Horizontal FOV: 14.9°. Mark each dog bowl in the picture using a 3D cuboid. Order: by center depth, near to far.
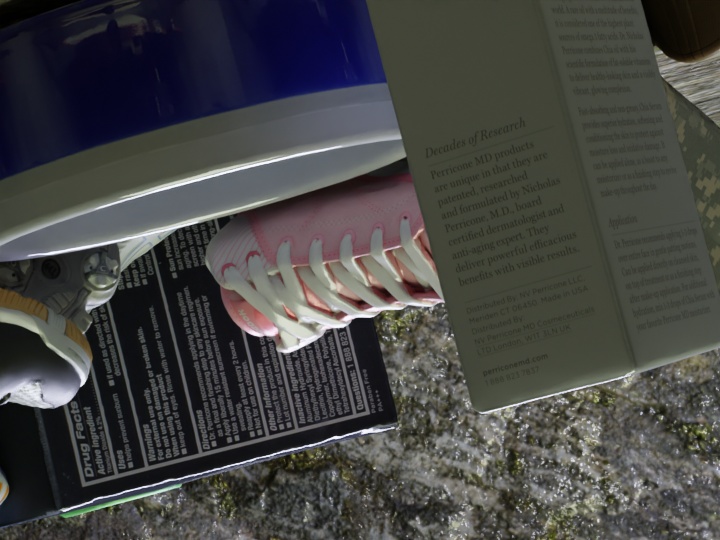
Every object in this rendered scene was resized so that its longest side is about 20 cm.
[{"bbox_3d":[-0.075,-0.067,1.150,0.199,0.079,0.200,-15,177,-1],"label":"dog bowl"}]

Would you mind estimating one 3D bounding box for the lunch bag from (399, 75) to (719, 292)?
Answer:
[{"bbox_3d":[0.079,-0.059,1.364,0.199,0.118,0.164,20,172,42],"label":"lunch bag"}]

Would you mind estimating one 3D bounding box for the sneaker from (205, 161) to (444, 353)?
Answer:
[{"bbox_3d":[0.000,0.000,1.254,0.105,0.075,0.200,-45,-149,-17],"label":"sneaker"}]

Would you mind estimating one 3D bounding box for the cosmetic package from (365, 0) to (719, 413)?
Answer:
[{"bbox_3d":[0.067,-0.056,1.031,0.071,0.201,0.101,-16,176,28],"label":"cosmetic package"}]

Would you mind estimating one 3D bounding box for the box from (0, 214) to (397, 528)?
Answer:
[{"bbox_3d":[-0.113,0.012,1.424,0.197,0.201,0.123,-12,176,-30],"label":"box"}]

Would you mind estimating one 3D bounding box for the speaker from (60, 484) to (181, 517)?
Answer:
[{"bbox_3d":[-0.161,0.035,1.569,0.088,0.201,0.088,-15,177,-1],"label":"speaker"}]

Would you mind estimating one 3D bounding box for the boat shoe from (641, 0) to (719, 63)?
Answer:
[{"bbox_3d":[0.158,-0.137,1.285,0.065,0.073,0.200,-20,-176,-13],"label":"boat shoe"}]

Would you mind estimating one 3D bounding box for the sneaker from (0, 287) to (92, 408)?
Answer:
[{"bbox_3d":[-0.196,0.043,1.145,0.075,0.088,0.199,-6,163,40],"label":"sneaker"}]

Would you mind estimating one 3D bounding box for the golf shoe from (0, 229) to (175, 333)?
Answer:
[{"bbox_3d":[-0.124,-0.032,1.305,0.200,0.078,0.097,-42,-171,-32],"label":"golf shoe"}]

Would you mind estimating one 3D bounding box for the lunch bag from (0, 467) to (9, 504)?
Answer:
[{"bbox_3d":[-0.267,0.098,1.404,0.076,0.160,0.200,-48,-167,-26],"label":"lunch bag"}]
